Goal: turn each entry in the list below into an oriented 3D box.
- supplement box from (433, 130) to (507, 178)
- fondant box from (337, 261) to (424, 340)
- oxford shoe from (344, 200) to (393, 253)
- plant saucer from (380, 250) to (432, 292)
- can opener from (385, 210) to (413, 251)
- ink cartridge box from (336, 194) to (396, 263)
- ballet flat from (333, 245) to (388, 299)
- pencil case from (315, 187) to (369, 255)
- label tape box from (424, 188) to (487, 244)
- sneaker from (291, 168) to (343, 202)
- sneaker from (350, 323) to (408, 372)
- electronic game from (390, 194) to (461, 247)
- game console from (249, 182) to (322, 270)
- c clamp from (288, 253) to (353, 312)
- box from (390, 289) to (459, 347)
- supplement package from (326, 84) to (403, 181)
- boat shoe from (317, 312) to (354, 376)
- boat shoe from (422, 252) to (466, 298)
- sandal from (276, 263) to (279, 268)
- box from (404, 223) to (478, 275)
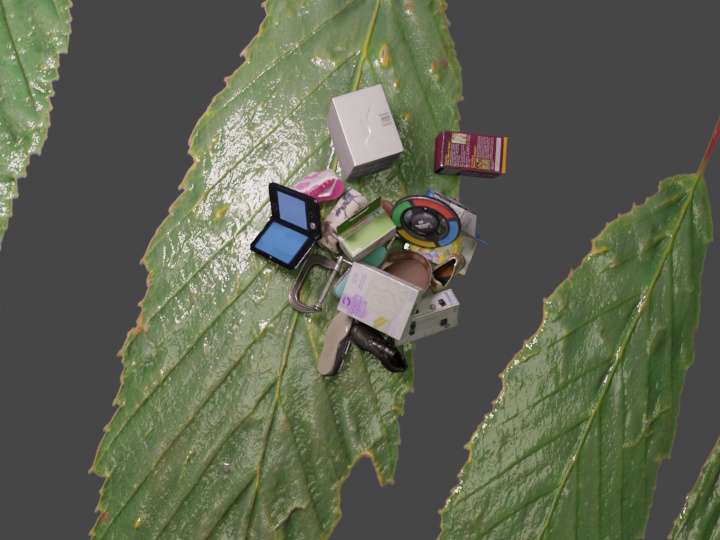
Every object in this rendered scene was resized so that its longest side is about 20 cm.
[{"bbox_3d":[0.326,-0.344,1.635,0.199,0.086,0.111,4,87,-8],"label":"supplement box"},{"bbox_3d":[0.053,0.079,1.477,0.199,0.058,0.145,25,102,21],"label":"fondant box"},{"bbox_3d":[0.020,-0.121,1.588,0.070,0.075,0.200,43,84,8],"label":"oxford shoe"},{"bbox_3d":[0.111,0.031,1.560,0.199,0.035,0.201,-13,51,17],"label":"plant saucer"},{"bbox_3d":[0.094,-0.121,1.608,0.067,0.053,0.200,33,82,-5],"label":"can opener"},{"bbox_3d":[0.016,-0.102,1.445,0.148,0.200,0.076,-35,81,-4],"label":"ink cartridge box"},{"bbox_3d":[0.000,0.000,1.577,0.072,0.072,0.200,45,93,-3],"label":"ballet flat"},{"bbox_3d":[-0.053,-0.144,1.572,0.078,0.089,0.200,28,77,27],"label":"pencil case"},{"bbox_3d":[0.281,-0.160,1.585,0.199,0.144,0.063,25,105,-6],"label":"label tape box"},{"bbox_3d":[-0.145,-0.229,1.574,0.199,0.088,0.082,-19,131,7],"label":"sneaker"},{"bbox_3d":[0.060,0.219,1.555,0.200,0.091,0.076,37,76,-13],"label":"sneaker"},{"bbox_3d":[0.179,-0.133,1.512,0.199,0.200,0.042,26,56,-5],"label":"electronic game"},{"bbox_3d":[-0.212,-0.123,1.484,0.118,0.200,0.171,-32,133,-38],"label":"game console"},{"bbox_3d":[-0.112,0.037,1.552,0.170,0.027,0.201,29,87,22],"label":"c clamp"},{"bbox_3d":[0.178,0.137,1.569,0.199,0.117,0.060,-19,51,-8],"label":"box"},{"bbox_3d":[0.007,-0.378,1.536,0.146,0.200,0.192,-18,90,-9],"label":"supplement package"},{"bbox_3d":[-0.061,0.209,1.577,0.063,0.072,0.201,34,74,-48],"label":"boat shoe"},{"bbox_3d":[0.219,0.028,1.577,0.075,0.068,0.200,42,108,17],"label":"boat shoe"},{"bbox_3d":[-0.163,-0.081,1.558,0.059,0.079,0.207,38,80,-3],"label":"sandal"},{"bbox_3d":[0.235,-0.074,1.628,0.199,0.048,0.118,24,85,-8],"label":"box"}]
